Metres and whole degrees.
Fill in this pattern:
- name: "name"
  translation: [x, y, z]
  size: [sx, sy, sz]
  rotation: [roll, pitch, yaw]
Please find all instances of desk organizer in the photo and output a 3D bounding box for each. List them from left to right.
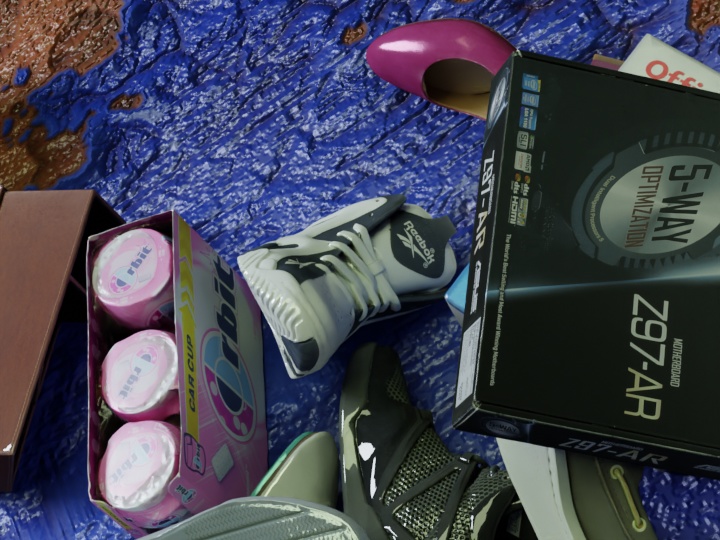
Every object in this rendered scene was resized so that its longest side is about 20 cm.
- name: "desk organizer"
  translation: [-0.219, 0.046, 1.425]
  size: [0.077, 0.072, 0.200]
  rotation: [0, 61, 27]

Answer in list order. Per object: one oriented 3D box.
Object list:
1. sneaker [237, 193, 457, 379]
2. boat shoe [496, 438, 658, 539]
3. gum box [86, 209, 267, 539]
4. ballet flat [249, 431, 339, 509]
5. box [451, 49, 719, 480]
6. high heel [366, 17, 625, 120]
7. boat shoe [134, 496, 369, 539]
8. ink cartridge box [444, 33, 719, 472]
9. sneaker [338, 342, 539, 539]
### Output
- name: "sneaker"
  translation: [0.000, 0.000, 1.286]
  size: [0.130, 0.199, 0.080]
  rotation: [-26, 92, -2]
- name: "boat shoe"
  translation: [0.122, 0.117, 1.142]
  size: [0.060, 0.072, 0.202]
  rotation: [-18, 88, -18]
- name: "gum box"
  translation: [-0.112, 0.079, 1.315]
  size: [0.066, 0.114, 0.200]
  rotation: [-18, 54, 19]
- name: "ballet flat"
  translation: [-0.058, 0.190, 1.253]
  size: [0.069, 0.069, 0.200]
  rotation: [34, 88, 39]
- name: "box"
  translation: [0.138, -0.002, 1.114]
  size: [0.160, 0.044, 0.200]
  rotation: [12, 70, -10]
- name: "high heel"
  translation: [0.079, -0.101, 1.347]
  size: [0.200, 0.067, 0.096]
  rotation: [10, 56, 30]
- name: "boat shoe"
  translation: [-0.079, 0.167, 1.195]
  size: [0.200, 0.067, 0.074]
  rotation: [-9, 78, 22]
- name: "ink cartridge box"
  translation: [0.168, -0.013, 1.218]
  size: [0.145, 0.084, 0.200]
  rotation: [33, 80, 25]
- name: "sneaker"
  translation: [0.046, 0.120, 1.230]
  size: [0.114, 0.076, 0.199]
  rotation: [-12, 45, 5]
